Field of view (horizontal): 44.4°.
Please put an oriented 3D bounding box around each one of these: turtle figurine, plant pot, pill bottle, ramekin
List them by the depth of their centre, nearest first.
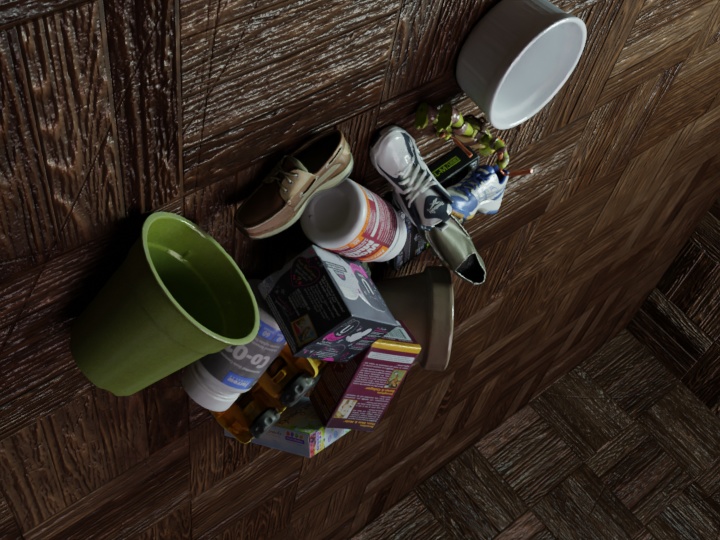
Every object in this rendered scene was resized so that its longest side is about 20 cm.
[{"bbox_3d":[-0.266,0.060,1.129,0.190,0.201,0.200,-36,160,19],"label":"plant pot"},{"bbox_3d":[0.240,-0.325,1.351,0.200,0.098,0.201,-35,156,-19],"label":"ramekin"},{"bbox_3d":[0.172,-0.212,1.373,0.161,0.200,0.065,20,103,-42],"label":"turtle figurine"},{"bbox_3d":[-0.005,-0.073,1.377,0.110,0.110,0.200,-47,156,11],"label":"pill bottle"},{"bbox_3d":[-0.193,0.122,1.404,0.200,0.114,0.114,-52,155,18],"label":"pill bottle"},{"bbox_3d":[0.078,0.090,1.681,0.174,0.201,0.201,1,147,-3],"label":"plant pot"}]

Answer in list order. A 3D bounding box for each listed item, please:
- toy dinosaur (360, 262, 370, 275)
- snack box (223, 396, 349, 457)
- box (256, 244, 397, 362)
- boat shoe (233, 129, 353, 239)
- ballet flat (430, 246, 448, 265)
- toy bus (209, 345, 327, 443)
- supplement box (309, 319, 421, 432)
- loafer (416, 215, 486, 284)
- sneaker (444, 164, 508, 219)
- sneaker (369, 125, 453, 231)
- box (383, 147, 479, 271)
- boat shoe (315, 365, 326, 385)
[{"bbox_3d":[0.000,0.000,1.532,0.088,0.047,0.201,45,56,-77],"label":"toy dinosaur"},{"bbox_3d":[-0.137,0.281,1.650,0.142,0.199,0.053,-24,118,-56],"label":"snack box"},{"bbox_3d":[-0.046,0.053,1.356,0.115,0.132,0.200,-34,161,13],"label":"box"},{"bbox_3d":[-0.094,-0.126,1.203,0.200,0.076,0.074,-43,153,-22],"label":"boat shoe"},{"bbox_3d":[0.170,-0.045,1.737,0.071,0.071,0.200,-45,-175,6],"label":"ballet flat"},{"bbox_3d":[-0.158,0.191,1.587,0.200,0.136,0.192,-47,173,11],"label":"toy bus"},{"bbox_3d":[0.006,0.184,1.574,0.110,0.086,0.201,12,118,-34],"label":"supplement box"},{"bbox_3d":[0.172,-0.044,1.574,0.075,0.070,0.200,-45,128,2],"label":"loafer"},{"bbox_3d":[0.191,-0.144,1.530,0.200,0.075,0.088,-17,133,-56],"label":"sneaker"},{"bbox_3d":[0.091,-0.131,1.376,0.079,0.130,0.199,-35,143,-13],"label":"sneaker"},{"bbox_3d":[0.123,-0.111,1.600,0.193,0.048,0.200,-38,156,-18],"label":"box"},{"bbox_3d":[-0.058,0.166,1.674,0.199,0.061,0.076,-18,134,24],"label":"boat shoe"}]
